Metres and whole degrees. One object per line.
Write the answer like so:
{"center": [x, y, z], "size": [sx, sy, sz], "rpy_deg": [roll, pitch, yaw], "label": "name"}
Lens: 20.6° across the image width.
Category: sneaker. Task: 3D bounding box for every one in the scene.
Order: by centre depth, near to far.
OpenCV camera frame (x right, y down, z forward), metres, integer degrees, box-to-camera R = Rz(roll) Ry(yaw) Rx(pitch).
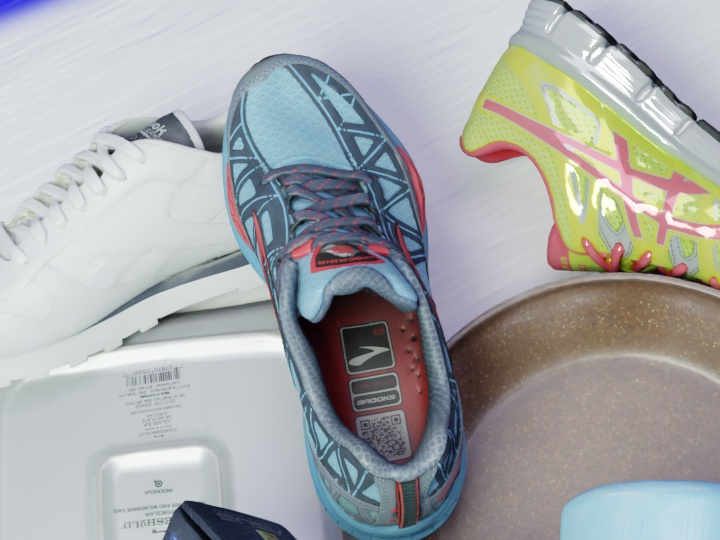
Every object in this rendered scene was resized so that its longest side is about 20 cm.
{"center": [0.000, 0.000, 0.756], "size": [0.079, 0.096, 0.200], "rpy_deg": [-17, 75, -7], "label": "sneaker"}
{"center": [-0.108, -0.019, 0.831], "size": [0.200, 0.081, 0.076], "rpy_deg": [-26, 37, -14], "label": "sneaker"}
{"center": [0.125, -0.023, 0.839], "size": [0.200, 0.078, 0.090], "rpy_deg": [43, 97, 18], "label": "sneaker"}

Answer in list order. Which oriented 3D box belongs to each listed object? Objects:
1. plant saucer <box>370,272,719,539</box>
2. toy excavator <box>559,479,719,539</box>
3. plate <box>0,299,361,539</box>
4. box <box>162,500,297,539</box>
{"center": [0.104, 0.100, 0.785], "size": [0.200, 0.037, 0.201], "rpy_deg": [-2, 69, 5], "label": "plant saucer"}
{"center": [0.079, 0.117, 0.700], "size": [0.200, 0.194, 0.100], "rpy_deg": [14, 68, -19], "label": "toy excavator"}
{"center": [-0.080, 0.101, 0.808], "size": [0.199, 0.032, 0.200], "rpy_deg": [-7, 63, 2], "label": "plate"}
{"center": [-0.050, 0.199, 0.654], "size": [0.158, 0.051, 0.200], "rpy_deg": [36, 106, 56], "label": "box"}
